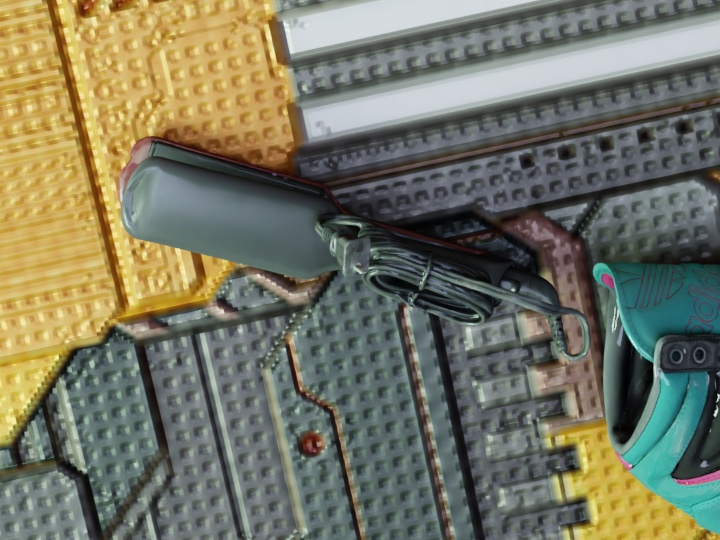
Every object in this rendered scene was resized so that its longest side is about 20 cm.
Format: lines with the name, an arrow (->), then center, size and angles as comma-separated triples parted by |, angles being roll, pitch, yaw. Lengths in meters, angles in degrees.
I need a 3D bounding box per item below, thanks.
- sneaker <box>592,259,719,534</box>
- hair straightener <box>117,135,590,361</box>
sneaker -> 0.156, 0.009, 1.184 | 0.120, 0.084, 0.201 | 20, 106, -18
hair straightener -> 0.000, 0.000, 1.171 | 0.199, 0.077, 0.041 | 21, 103, -9
